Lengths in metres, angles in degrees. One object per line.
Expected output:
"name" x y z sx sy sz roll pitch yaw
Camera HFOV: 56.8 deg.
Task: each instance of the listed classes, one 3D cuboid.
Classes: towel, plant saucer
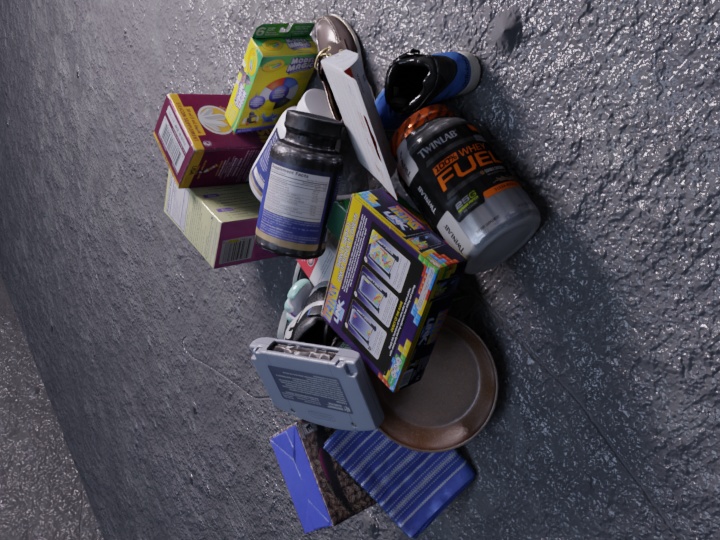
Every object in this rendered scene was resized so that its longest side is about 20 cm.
"towel" 0.060 0.283 0.989 0.145 0.024 0.200 -43 94 2
"plant saucer" 0.095 0.154 0.941 0.197 0.037 0.204 2 99 12

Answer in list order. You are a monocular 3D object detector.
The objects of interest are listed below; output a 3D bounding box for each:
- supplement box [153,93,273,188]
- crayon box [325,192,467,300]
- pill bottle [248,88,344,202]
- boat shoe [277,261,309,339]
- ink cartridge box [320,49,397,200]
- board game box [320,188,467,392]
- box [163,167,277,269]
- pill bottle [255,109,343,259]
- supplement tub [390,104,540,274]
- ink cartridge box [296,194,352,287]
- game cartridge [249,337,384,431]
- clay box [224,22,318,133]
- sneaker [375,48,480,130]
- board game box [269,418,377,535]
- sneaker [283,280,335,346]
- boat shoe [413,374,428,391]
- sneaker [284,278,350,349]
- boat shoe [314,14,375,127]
"supplement box" -0.247 -0.233 1.193 0.132 0.198 0.103 59 136 19
"crayon box" 0.059 -0.031 0.949 0.200 0.126 0.051 46 131 30
"pill bottle" -0.100 -0.198 1.100 0.200 0.110 0.112 -48 64 44
"boat shoe" -0.097 0.038 1.197 0.059 0.074 0.203 17 99 2
"ink cartridge box" 0.014 -0.199 0.886 0.164 0.056 0.200 68 171 -27
"board game box" 0.035 0.025 0.851 0.165 0.056 0.202 44 133 33
"box" -0.238 -0.109 1.233 0.200 0.174 0.098 43 129 33
"pill bottle" -0.087 -0.127 0.985 0.111 0.111 0.203 27 110 42
"supplement tub" 0.127 -0.107 0.851 0.201 0.121 0.123 57 136 21
"ink cartridge box" 0.000 0.000 1.056 0.201 0.083 0.145 54 134 27
"game cartridge" -0.062 0.164 0.947 0.198 0.042 0.134 4 130 37
"clay box" -0.143 -0.317 1.103 0.048 0.114 0.200 59 143 18
"sneaker" 0.056 -0.242 0.907 0.199 0.110 0.078 -10 93 50
"board game box" -0.019 0.299 1.065 0.097 0.198 0.161 -38 72 48
"sneaker" -0.087 0.119 1.029 0.072 0.112 0.201 21 127 -3
"boat shoe" 0.094 0.156 0.998 0.070 0.069 0.203 13 109 46
"sneaker" -0.047 0.107 1.126 0.139 0.078 0.201 26 149 33
"boat shoe" -0.035 -0.311 1.030 0.072 0.059 0.203 -32 72 49
